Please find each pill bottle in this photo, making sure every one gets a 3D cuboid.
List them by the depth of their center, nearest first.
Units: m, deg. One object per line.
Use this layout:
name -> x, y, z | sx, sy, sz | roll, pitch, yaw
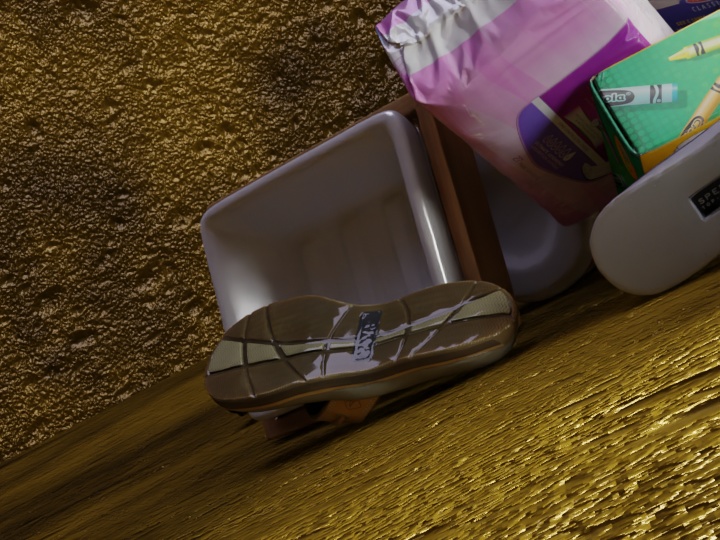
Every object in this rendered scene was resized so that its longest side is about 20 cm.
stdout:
pill bottle -> 0.142, -0.061, 1.120 | 0.113, 0.115, 0.200 | -26, 2, 35

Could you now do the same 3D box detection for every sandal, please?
sandal -> 0.000, 0.053, 0.927 | 0.198, 0.054, 0.081 | -9, 37, 25

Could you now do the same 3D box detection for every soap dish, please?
soap dish -> 0.000, 0.000, 1.022 | 0.199, 0.159, 0.081 | -25, -14, 39

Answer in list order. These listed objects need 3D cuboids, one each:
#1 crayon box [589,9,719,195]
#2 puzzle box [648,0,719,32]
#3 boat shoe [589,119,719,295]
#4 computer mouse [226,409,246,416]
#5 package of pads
crayon box -> 0.228, -0.096, 0.888 | 0.199, 0.059, 0.119 | -27, -32, 2
puzzle box -> 0.252, -0.169, 0.925 | 0.198, 0.026, 0.133 | -11, -31, 32
boat shoe -> 0.205, -0.054, 0.809 | 0.199, 0.071, 0.070 | -34, 1, 27
computer mouse -> -0.074, 0.008, 1.317 | 0.052, 0.202, 0.138 | 17, 8, 11
package of pads -> 0.108, -0.110, 0.909 | 0.120, 0.076, 0.200 | -34, -33, 17
